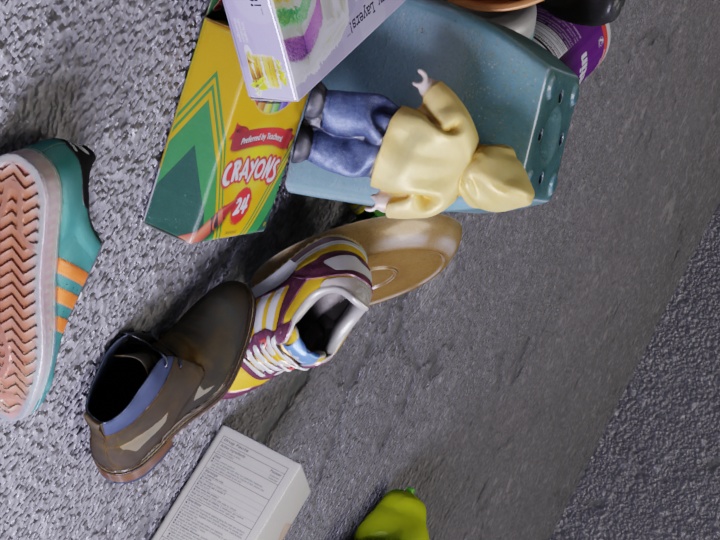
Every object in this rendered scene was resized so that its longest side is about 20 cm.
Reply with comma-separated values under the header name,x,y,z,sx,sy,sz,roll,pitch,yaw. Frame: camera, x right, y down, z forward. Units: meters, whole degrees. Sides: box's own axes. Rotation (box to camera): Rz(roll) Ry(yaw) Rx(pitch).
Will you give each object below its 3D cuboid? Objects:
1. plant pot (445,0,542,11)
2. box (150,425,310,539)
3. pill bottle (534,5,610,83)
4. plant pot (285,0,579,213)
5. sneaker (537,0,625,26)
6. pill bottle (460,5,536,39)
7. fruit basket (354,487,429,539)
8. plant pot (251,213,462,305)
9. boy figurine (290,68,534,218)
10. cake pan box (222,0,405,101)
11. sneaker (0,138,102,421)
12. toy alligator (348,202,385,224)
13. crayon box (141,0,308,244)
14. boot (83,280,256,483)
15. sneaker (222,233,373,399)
name,x,y,z,sx,sy,sz,roll,pitch,yaw
plant pot,0.125,-0.324,1.467,0.140,0.199,0.201,-29,140,-76
box,-0.137,0.258,1.589,0.200,0.095,0.078,-57,160,-20
pill bottle,0.186,-0.228,1.832,0.200,0.112,0.113,-45,152,-45
plant pot,0.078,-0.138,1.491,0.196,0.199,0.197,-3,108,-69
sneaker,0.155,-0.283,1.578,0.091,0.200,0.076,-18,133,-52
pill bottle,0.111,-0.189,1.686,0.111,0.110,0.200,-48,153,-40
fruit basket,0.022,0.376,2.121,0.216,0.155,0.216,165,-90,-90
plant pot,0.000,0.000,1.537,0.200,0.199,0.028,41,33,-70
boy figurine,0.048,-0.100,1.372,0.064,0.199,0.125,-85,-170,-76
cake pan box,-0.036,-0.250,1.251,0.200,0.052,0.185,-47,136,-44
sneaker,-0.212,0.007,1.139,0.080,0.071,0.201,-27,136,-54
toy alligator,0.009,-0.047,1.683,0.200,0.059,0.054,-45,-168,-15
crayon box,-0.094,-0.125,1.324,0.127,0.051,0.201,-15,126,-65
boot,-0.152,0.075,1.367,0.200,0.075,0.097,-56,161,-21
sneaker,-0.070,0.057,1.443,0.200,0.075,0.090,-44,-150,23
